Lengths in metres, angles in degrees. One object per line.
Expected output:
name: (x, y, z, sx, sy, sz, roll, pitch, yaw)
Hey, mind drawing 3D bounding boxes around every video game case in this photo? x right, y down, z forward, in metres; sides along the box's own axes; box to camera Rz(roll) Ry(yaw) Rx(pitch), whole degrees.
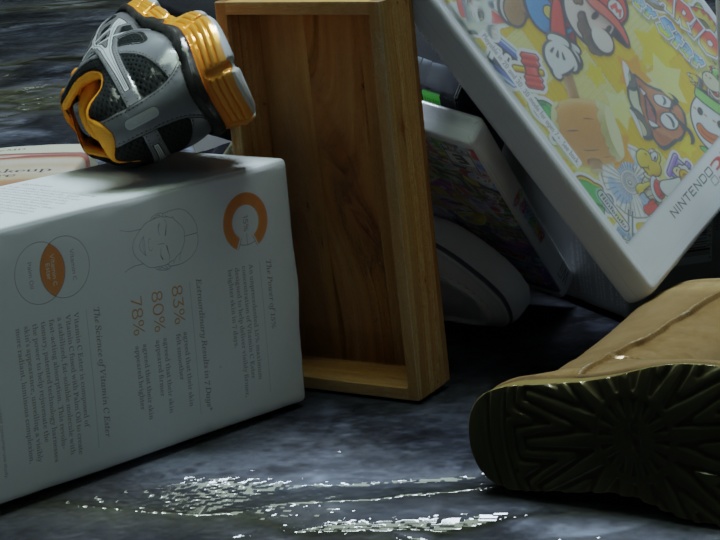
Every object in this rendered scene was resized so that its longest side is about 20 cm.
video game case: (0.030, -0.050, 1.131, 0.142, 0.018, 0.200, 19, -15, 26)
video game case: (0.127, -0.110, 1.072, 0.023, 0.200, 0.182, -32, 9, 47)

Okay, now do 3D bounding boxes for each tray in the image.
tray: (-0.013, -0.039, 1.040, 0.098, 0.202, 0.037, 5, 20, 33)

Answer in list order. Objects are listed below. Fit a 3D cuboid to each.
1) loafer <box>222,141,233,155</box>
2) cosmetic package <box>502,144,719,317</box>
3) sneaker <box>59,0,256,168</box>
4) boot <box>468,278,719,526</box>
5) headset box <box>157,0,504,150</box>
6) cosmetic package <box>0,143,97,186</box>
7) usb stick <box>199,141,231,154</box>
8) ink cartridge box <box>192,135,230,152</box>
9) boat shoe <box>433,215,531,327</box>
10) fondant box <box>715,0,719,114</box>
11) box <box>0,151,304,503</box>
loafer: (-0.075, -0.047, 1.291, 0.198, 0.069, 0.076, -22, 19, 10)
cosmetic package: (0.142, -0.045, 1.229, 0.089, 0.108, 0.200, -8, 16, -20)
sneaker: (-0.118, -0.090, 1.043, 0.077, 0.079, 0.200, -30, 10, -14)
boot: (0.164, 0.047, 0.930, 0.174, 0.067, 0.199, 6, 15, 34)
headset box: (-0.003, -0.123, 1.163, 0.198, 0.093, 0.174, 18, -17, 12)
cosmetic package: (-0.217, -0.015, 1.250, 0.102, 0.088, 0.200, -5, 13, 1)
usb stick: (-0.051, -0.076, 1.342, 0.198, 0.033, 0.056, -16, 18, 20)
ink cartridge box: (-0.052, -0.129, 1.429, 0.199, 0.068, 0.116, -18, 1, 21)
boat shoe: (0.000, 0.000, 1.171, 0.199, 0.072, 0.066, 22, 61, 26)
fondant box: (0.247, -0.071, 1.098, 0.058, 0.202, 0.144, 5, 16, 34)
box: (-0.133, 0.021, 0.994, 0.199, 0.126, 0.097, -16, 16, -43)
